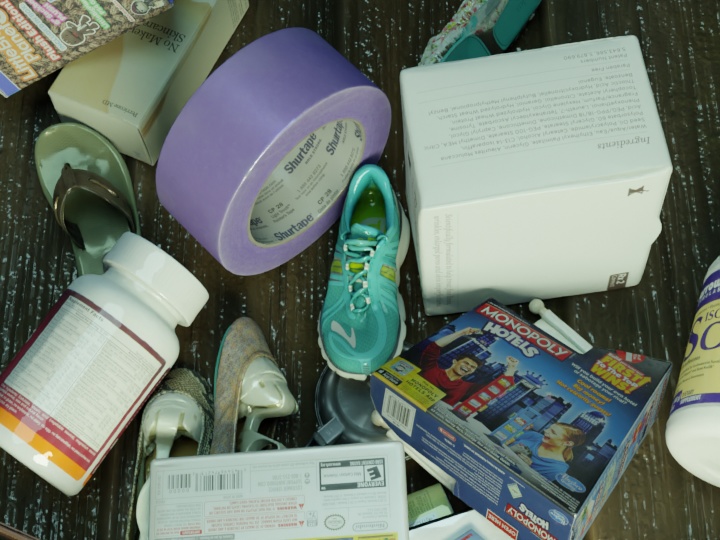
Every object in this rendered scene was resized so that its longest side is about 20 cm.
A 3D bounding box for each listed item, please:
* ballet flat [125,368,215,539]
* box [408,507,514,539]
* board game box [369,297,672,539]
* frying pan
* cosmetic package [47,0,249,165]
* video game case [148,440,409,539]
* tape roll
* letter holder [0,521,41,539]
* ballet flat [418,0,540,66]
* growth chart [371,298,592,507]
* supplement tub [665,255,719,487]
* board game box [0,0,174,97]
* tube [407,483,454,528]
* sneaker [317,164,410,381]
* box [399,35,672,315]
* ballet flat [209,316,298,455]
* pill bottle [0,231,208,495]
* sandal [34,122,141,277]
[{"bbox_3d":[-0.156,0.163,1.128,0.067,0.075,0.202,3,64,6],"label":"ballet flat"},{"bbox_3d":[0.039,0.269,1.057,0.198,0.038,0.138,-17,84,-1],"label":"box"},{"bbox_3d":[0.142,0.110,1.087,0.199,0.062,0.199,34,43,31],"label":"board game box"},{"bbox_3d":[-0.018,0.116,1.170,0.188,0.031,0.116,-15,63,-6],"label":"frying pan"},{"bbox_3d":[-0.197,-0.211,1.313,0.104,0.071,0.201,20,67,14],"label":"cosmetic package"},{"bbox_3d":[-0.061,0.223,1.035,0.198,0.023,0.184,-5,64,4],"label":"video game case"},{"bbox_3d":[-0.072,-0.099,1.179,0.200,0.200,0.085,-41,68,-15],"label":"tape roll"},{"bbox_3d":[-0.267,0.254,1.054,0.198,0.142,0.101,20,67,13],"label":"letter holder"},{"bbox_3d":[0.102,-0.216,1.308,0.064,0.076,0.200,16,57,45],"label":"ballet flat"},{"bbox_3d":[0.119,0.106,1.151,0.199,0.018,0.145,-35,69,-22],"label":"growth chart"},{"bbox_3d":[0.333,0.067,1.103,0.144,0.146,0.202,16,66,11],"label":"supplement tub"},{"bbox_3d":[-0.271,-0.280,1.274,0.199,0.097,0.161,-22,45,23],"label":"board game box"},{"bbox_3d":[-0.018,0.229,1.106,0.198,0.052,0.058,-23,28,-4],"label":"tube"},{"bbox_3d":[0.000,0.000,1.183,0.077,0.080,0.202,-1,56,7],"label":"sneaker"},{"bbox_3d":[0.138,-0.073,1.153,0.198,0.199,0.132,-9,63,-1],"label":"box"},{"bbox_3d":[-0.086,0.132,1.138,0.067,0.068,0.202,-9,64,34],"label":"ballet flat"},{"bbox_3d":[-0.219,0.074,1.147,0.109,0.110,0.201,31,75,17],"label":"pill bottle"},{"bbox_3d":[-0.236,-0.050,1.241,0.079,0.057,0.202,-24,70,-2],"label":"sandal"}]
